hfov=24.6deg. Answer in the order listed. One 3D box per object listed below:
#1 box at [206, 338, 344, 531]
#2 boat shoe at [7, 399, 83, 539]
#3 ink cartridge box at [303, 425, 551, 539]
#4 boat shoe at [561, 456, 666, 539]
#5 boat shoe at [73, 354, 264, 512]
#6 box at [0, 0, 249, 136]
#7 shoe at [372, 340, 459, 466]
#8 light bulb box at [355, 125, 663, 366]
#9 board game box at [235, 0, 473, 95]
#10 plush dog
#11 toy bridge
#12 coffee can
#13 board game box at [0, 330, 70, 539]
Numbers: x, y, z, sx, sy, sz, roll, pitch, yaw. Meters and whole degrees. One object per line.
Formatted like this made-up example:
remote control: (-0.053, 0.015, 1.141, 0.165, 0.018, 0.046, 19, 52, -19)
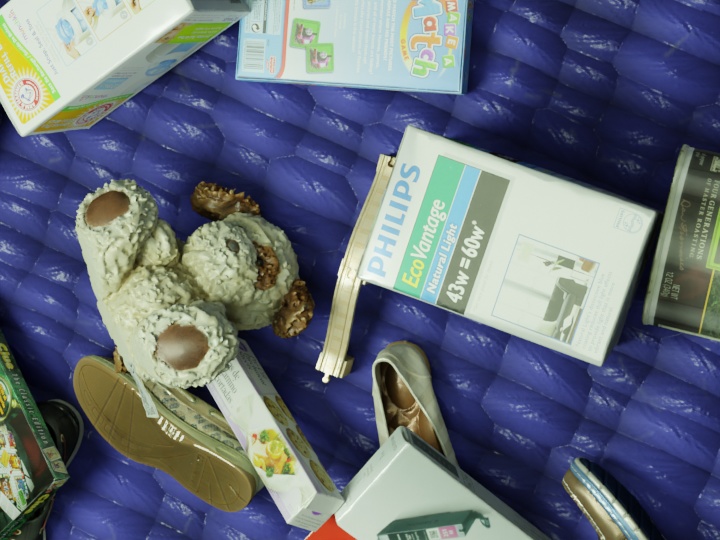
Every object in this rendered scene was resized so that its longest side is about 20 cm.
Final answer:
box: (-0.080, 0.132, 1.386, 0.039, 0.041, 0.200, -46, 49, 13)
boat shoe: (-0.313, 0.212, 1.485, 0.073, 0.063, 0.203, 25, 100, 9)
ink cartridge box: (0.054, 0.254, 1.373, 0.200, 0.044, 0.174, 38, 100, -15)
boat shoe: (0.222, 0.247, 1.355, 0.072, 0.072, 0.200, -39, 84, 13)
boat shoe: (-0.165, 0.137, 1.453, 0.199, 0.063, 0.074, 36, 126, 12)
box: (-0.214, -0.209, 1.399, 0.199, 0.112, 0.102, -32, 86, 23)
shoe: (0.047, 0.161, 1.401, 0.069, 0.053, 0.202, -16, 89, 13)
light bulb box: (0.123, -0.021, 1.300, 0.199, 0.198, 0.126, 20, 95, 10)
board game box: (-0.003, -0.231, 1.401, 0.198, 0.037, 0.153, 6, 94, 14)
plush dog: (-0.130, 0.017, 1.389, 0.171, 0.161, 0.201, -23, 63, -21)
toy bridge: (0.000, 0.000, 1.397, 0.027, 0.067, 0.202, 18, 96, 11)
coffee can: (0.332, -0.005, 1.279, 0.198, 0.146, 0.148, 13, 96, 12)
board game box: (-0.332, 0.130, 1.459, 0.105, 0.023, 0.201, -43, 62, 26)
